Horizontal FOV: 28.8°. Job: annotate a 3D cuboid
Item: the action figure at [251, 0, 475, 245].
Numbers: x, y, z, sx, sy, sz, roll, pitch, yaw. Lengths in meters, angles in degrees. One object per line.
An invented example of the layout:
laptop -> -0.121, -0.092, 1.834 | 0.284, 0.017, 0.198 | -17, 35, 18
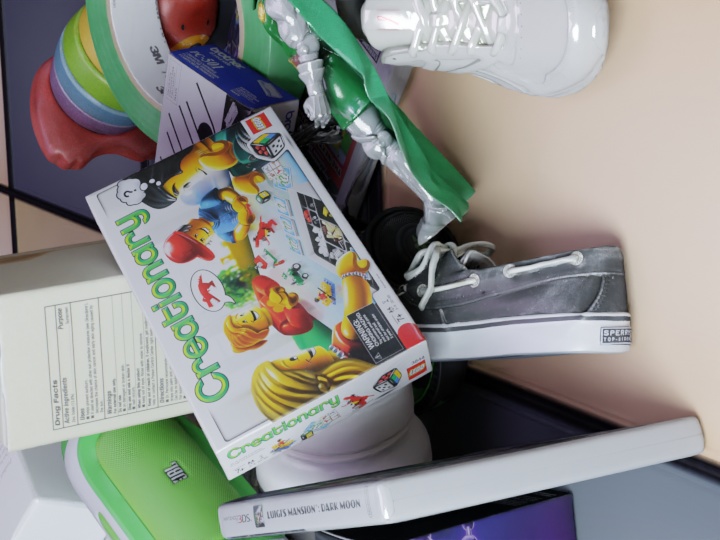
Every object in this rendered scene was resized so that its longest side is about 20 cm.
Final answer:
action figure -> -0.011, -0.107, 0.817 | 0.201, 0.055, 0.118 | 53, -177, -4

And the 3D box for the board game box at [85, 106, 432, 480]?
board game box -> -0.062, 0.006, 0.792 | 0.201, 0.125, 0.035 | 56, 168, 35

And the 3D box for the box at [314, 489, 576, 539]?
box -> 0.059, 0.238, 0.815 | 0.079, 0.140, 0.202 | -1, 96, 59

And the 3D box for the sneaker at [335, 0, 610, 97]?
sneaker -> 0.053, -0.135, 0.779 | 0.199, 0.099, 0.079 | 18, 112, 56

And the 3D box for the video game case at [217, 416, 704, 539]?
video game case -> 0.049, 0.110, 0.745 | 0.181, 0.198, 0.024 | -23, 76, 58

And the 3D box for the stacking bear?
stacking bear -> -0.186, -0.186, 1.165 | 0.200, 0.121, 0.115 | -39, 70, 44

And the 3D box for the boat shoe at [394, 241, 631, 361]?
boat shoe -> 0.059, 0.017, 0.798 | 0.198, 0.073, 0.069 | -6, 84, 41

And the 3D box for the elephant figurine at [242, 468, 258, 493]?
elephant figurine -> -0.119, 0.180, 1.125 | 0.154, 0.141, 0.202 | 6, 100, 23

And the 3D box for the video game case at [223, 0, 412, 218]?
video game case -> -0.035, -0.151, 0.997 | 0.201, 0.023, 0.183 | 56, 140, 35

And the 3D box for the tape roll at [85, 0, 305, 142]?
tape roll -> -0.118, -0.186, 1.008 | 0.199, 0.048, 0.202 | 18, 117, 38

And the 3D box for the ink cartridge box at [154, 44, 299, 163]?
ink cartridge box -> -0.102, -0.044, 0.977 | 0.094, 0.044, 0.202 | 36, 128, 34

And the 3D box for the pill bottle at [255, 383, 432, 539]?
pill bottle -> -0.007, 0.151, 0.898 | 0.113, 0.112, 0.202 | 33, 135, 51

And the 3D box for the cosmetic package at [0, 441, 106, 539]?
cosmetic package -> -0.252, 0.136, 1.021 | 0.102, 0.071, 0.200 | -56, 42, 22

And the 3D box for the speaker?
speaker -> -0.112, 0.154, 0.874 | 0.200, 0.088, 0.089 | 40, 130, 42

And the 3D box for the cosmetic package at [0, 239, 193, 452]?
cosmetic package -> -0.137, 0.035, 0.882 | 0.071, 0.198, 0.106 | 34, 127, 56

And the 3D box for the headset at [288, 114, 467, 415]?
headset -> 0.000, 0.000, 0.903 | 0.123, 0.093, 0.202 | -10, 98, 58

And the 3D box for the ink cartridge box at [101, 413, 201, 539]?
ink cartridge box -> -0.173, 0.148, 1.045 | 0.145, 0.083, 0.202 | -37, 52, 37
